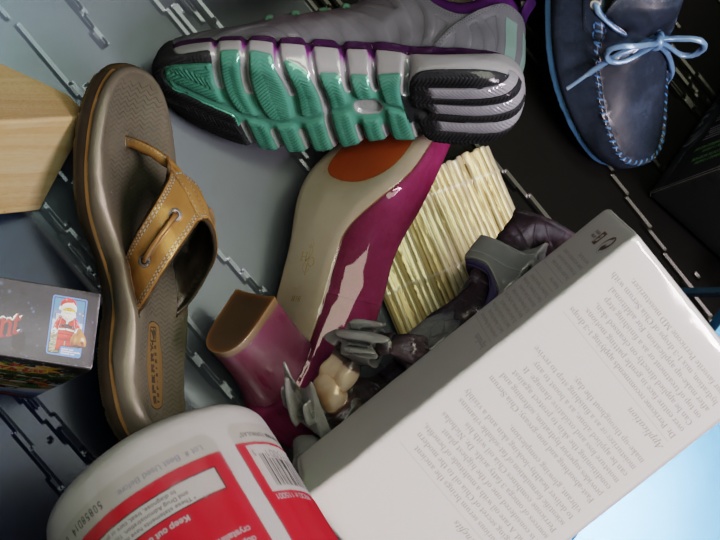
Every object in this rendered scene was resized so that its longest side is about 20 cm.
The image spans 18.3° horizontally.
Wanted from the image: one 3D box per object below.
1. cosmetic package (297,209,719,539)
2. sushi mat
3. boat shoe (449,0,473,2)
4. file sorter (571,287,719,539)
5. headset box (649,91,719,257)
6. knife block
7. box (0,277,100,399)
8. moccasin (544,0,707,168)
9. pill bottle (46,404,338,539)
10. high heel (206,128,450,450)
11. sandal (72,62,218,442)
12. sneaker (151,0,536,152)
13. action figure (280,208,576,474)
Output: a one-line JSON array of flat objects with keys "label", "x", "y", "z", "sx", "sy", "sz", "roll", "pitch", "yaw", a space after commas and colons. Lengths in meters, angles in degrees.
[{"label": "cosmetic package", "x": 0.078, "y": 0.075, "z": 1.079, "sx": 0.200, "sy": 0.071, "sz": 0.101, "roll": -38, "pitch": 103, "yaw": 3}, {"label": "sushi mat", "x": 0.070, "y": 0.037, "z": 1.237, "sx": 0.096, "sy": 0.012, "sz": 0.200, "roll": -24, "pitch": 90, "yaw": -23}, {"label": "boat shoe", "x": 0.081, "y": -0.206, "z": 1.253, "sx": 0.072, "sy": 0.060, "sz": 0.200, "roll": 35, "pitch": 72, "yaw": -12}, {"label": "file sorter", "x": 0.170, "y": 0.121, "z": 1.190, "sx": 0.139, "sy": 0.123, "sz": 0.200, "roll": 44, "pitch": 75, "yaw": -16}, {"label": "headset box", "x": 0.292, "y": -0.060, "z": 1.291, "sx": 0.174, "sy": 0.093, "sz": 0.200, "roll": 40, "pitch": 71, "yaw": -11}, {"label": "knife block", "x": -0.237, "y": -0.056, "z": 1.055, "sx": 0.200, "sy": 0.176, "sz": 0.064, "roll": 24, "pitch": 118, "yaw": -16}, {"label": "box", "x": -0.237, "y": 0.022, "z": 1.059, "sx": 0.200, "sy": 0.137, "sz": 0.038, "roll": 10, "pitch": 79, "yaw": -18}, {"label": "moccasin", "x": 0.143, "y": -0.149, "z": 1.234, "sx": 0.080, "sy": 0.068, "sz": 0.200, "roll": -28, "pitch": 115, "yaw": -36}, {"label": "pill bottle", "x": -0.044, "y": 0.166, "z": 0.962, "sx": 0.112, "sy": 0.112, "sz": 0.200, "roll": -23, "pitch": 65, "yaw": -22}, {"label": "high heel", "x": 0.000, "y": 0.000, "z": 1.198, "sx": 0.200, "sy": 0.067, "sz": 0.096, "roll": -49, "pitch": 129, "yaw": -17}, {"label": "sandal", "x": -0.102, "y": -0.006, "z": 1.139, "sx": 0.082, "sy": 0.055, "sz": 0.200, "roll": 8, "pitch": 77, "yaw": -64}, {"label": "sneaker", "x": -0.007, "y": -0.114, "z": 1.183, "sx": 0.200, "sy": 0.074, "sz": 0.088, "roll": 5, "pitch": 52, "yaw": 13}, {"label": "action figure", "x": 0.033, "y": 0.053, "z": 1.159, "sx": 0.069, "sy": 0.130, "sz": 0.200, "roll": 32, "pitch": 65, "yaw": 31}]
